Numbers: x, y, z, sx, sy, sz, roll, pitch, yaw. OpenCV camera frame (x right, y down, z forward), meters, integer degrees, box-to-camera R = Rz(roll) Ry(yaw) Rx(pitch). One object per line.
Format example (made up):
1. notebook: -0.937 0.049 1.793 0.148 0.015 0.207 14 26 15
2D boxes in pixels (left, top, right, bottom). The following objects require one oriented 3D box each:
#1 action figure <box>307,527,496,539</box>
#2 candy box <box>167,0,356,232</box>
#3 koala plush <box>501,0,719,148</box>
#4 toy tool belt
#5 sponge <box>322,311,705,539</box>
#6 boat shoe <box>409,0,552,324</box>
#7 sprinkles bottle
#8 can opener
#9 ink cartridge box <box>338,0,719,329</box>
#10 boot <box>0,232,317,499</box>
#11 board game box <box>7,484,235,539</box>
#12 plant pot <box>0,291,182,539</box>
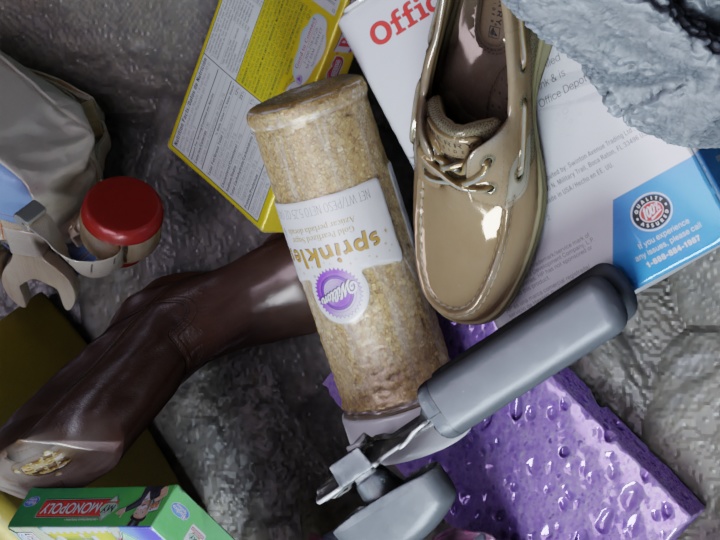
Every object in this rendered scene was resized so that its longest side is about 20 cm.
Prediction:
1. action figure: 0.002 0.209 1.374 0.199 0.149 0.135 -14 95 32
2. candy box: -0.041 -0.132 1.381 0.102 0.026 0.201 43 120 43
3. koala plush: 0.178 -0.175 1.195 0.177 0.201 0.184 -20 128 30
4. toy tool belt: -0.193 -0.042 1.462 0.200 0.125 0.123 36 146 21
5. sponge: 0.081 0.096 1.377 0.200 0.030 0.112 47 118 13
6. boat shoe: 0.052 -0.068 1.242 0.071 0.064 0.201 12 106 26
7. sprinkles bottle: 0.000 0.000 1.331 0.068 0.068 0.201 -12 102 29
8. can opener: 0.062 0.075 1.268 0.200 0.053 0.067 -34 91 21
9. ink cartridge box: 0.103 -0.081 1.298 0.146 0.086 0.201 -30 85 30
10. boot: -0.095 0.052 1.361 0.186 0.200 0.064 -18 105 33
11. board game box: -0.077 0.184 1.313 0.134 0.029 0.200 -7 134 51
12. plant pot: -0.209 0.166 1.464 0.176 0.200 0.200 39 116 3
